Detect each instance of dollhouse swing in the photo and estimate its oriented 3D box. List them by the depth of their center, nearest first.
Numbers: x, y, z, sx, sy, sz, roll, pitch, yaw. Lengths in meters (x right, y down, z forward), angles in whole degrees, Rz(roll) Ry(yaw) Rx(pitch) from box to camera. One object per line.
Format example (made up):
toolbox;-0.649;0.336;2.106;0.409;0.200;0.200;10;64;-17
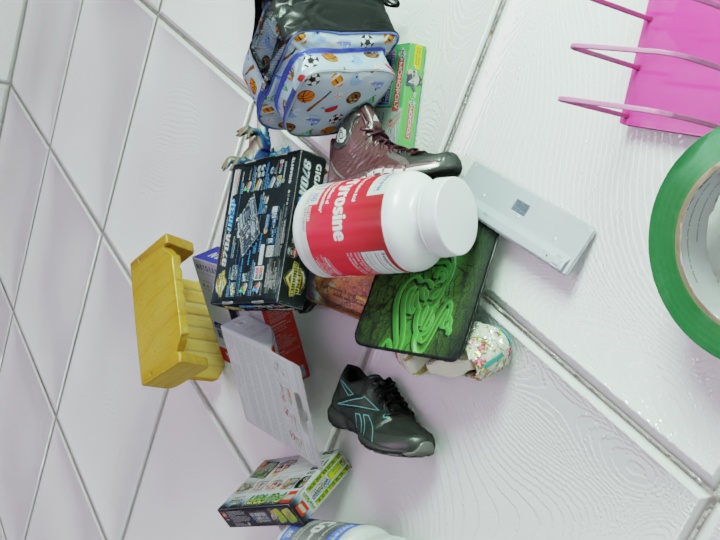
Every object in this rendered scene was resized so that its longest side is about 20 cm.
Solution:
dollhouse swing;-0.259;0.072;1.457;0.181;0.175;0.202;-30;63;45

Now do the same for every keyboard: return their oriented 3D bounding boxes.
keyboard;0.171;-0.061;0.998;0.056;0.011;0.200;-53;43;3

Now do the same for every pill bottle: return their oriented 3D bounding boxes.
pill bottle;0.028;-0.052;1.045;0.199;0.112;0.114;-5;82;39
pill bottle;-0.018;0.371;1.136;0.199;0.113;0.115;-15;74;52

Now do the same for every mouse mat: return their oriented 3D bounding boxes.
mouse mat;0.079;0.001;1.055;0.160;0.008;0.202;5;71;42

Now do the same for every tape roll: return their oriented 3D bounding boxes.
tape roll;0.329;-0.022;0.728;0.199;0.048;0.203;9;102;49

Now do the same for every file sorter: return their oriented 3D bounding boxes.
file sorter;0.271;-0.227;0.795;0.139;0.124;0.202;24;105;53

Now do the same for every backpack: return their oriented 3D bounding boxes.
backpack;-0.056;-0.257;1.168;0.190;0.198;0.156;-42;57;55

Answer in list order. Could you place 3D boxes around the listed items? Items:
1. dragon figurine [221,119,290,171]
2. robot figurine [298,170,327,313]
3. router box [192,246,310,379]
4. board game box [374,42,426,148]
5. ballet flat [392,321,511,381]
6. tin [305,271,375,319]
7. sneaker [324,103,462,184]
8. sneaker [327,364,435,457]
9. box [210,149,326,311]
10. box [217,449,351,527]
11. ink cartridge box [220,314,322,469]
dragon figurine;-0.149;-0.176;1.426;0.059;0.099;0.202;8;73;55
robot figurine;-0.075;-0.039;1.288;0.145;0.058;0.201;50;136;37
router box;-0.166;0.066;1.370;0.199;0.049;0.181;13;123;55
board game box;0.023;-0.194;1.216;0.134;0.029;0.202;13;96;53
ballet flat;0.087;0.093;1.052;0.199;0.064;0.076;-10;114;53
tin;0.000;0.000;1.163;0.199;0.042;0.113;20;105;30
sneaker;0.031;-0.154;1.124;0.198;0.075;0.117;-7;81;36
sneaker;0.022;0.175;1.136;0.199;0.075;0.080;17;97;53
box;-0.123;-0.049;1.203;0.158;0.046;0.202;-4;74;49
box;-0.109;0.305;1.276;0.199;0.110;0.035;-22;107;51
ink cartridge box;-0.108;0.162;1.256;0.199;0.057;0.164;15;124;47
